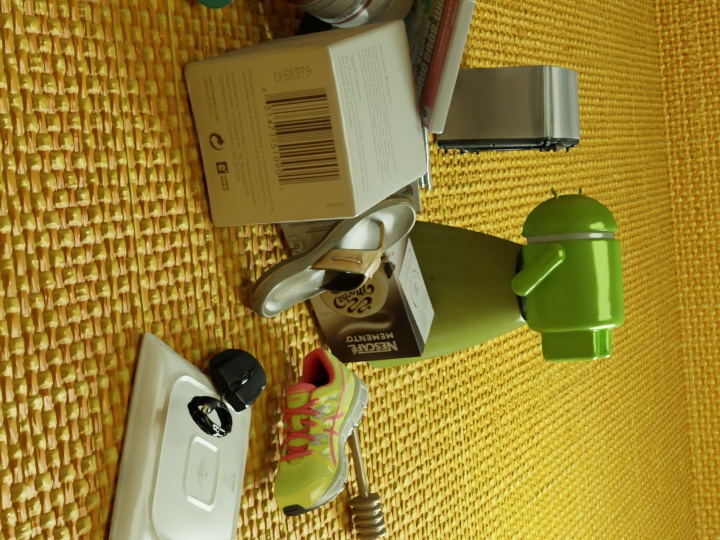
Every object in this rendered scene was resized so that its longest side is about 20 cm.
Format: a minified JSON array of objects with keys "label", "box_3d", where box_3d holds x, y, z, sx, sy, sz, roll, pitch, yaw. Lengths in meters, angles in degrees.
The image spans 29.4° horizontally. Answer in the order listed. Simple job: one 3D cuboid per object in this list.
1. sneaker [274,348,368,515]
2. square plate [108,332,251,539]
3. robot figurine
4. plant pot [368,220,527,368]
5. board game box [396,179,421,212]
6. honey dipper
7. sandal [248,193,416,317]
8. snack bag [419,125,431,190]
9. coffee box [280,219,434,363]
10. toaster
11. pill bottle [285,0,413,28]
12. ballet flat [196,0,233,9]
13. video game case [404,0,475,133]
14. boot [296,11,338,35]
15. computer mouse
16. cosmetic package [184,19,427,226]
[{"label":"sneaker","box_3d":[-0.056,0.165,1.431,0.091,0.077,0.201,57,31,-31]},{"label":"square plate","box_3d":[-0.156,0.184,1.264,0.198,0.028,0.203,43,48,-56]},{"label":"robot figurine","box_3d":[0.248,0.004,1.601,0.175,0.114,0.203,-2,89,-57]},{"label":"plant pot","box_3d":[0.109,0.021,1.671,0.187,0.197,0.190,-4,90,-65]},{"label":"board game box","box_3d":[0.047,-0.169,1.698,0.126,0.034,0.203,-82,166,-89]},{"label":"honey dipper","box_3d":[-0.003,0.212,1.592,0.038,0.037,0.203,-24,107,-64]},{"label":"sandal","box_3d":[-0.022,-0.004,1.406,0.054,0.199,0.081,55,-5,33]},{"label":"snack bag","box_3d":[0.068,-0.234,1.722,0.202,0.021,0.190,-95,178,-47]},{"label":"coffee box","box_3d":[0.000,0.000,1.530,0.080,0.111,0.202,-69,146,-51]},{"label":"toaster","box_3d":[0.222,-0.227,1.963,0.180,0.197,0.121,-11,101,-65]},{"label":"pill bottle","box_3d":[-0.035,-0.326,1.446,0.199,0.111,0.114,19,68,-44]},{"label":"ballet flat","box_3d":[-0.167,-0.334,1.282,0.200,0.068,0.070,54,40,-49]},{"label":"video game case","box_3d":[0.067,-0.250,1.484,0.200,0.017,0.145,-123,-138,-60]},{"label":"boot","box_3d":[-0.007,-0.216,1.602,0.201,0.072,0.183,57,49,-37]},{"label":"computer mouse","box_3d":[-0.120,0.110,1.274,0.059,0.034,0.200,57,10,-6]},{"label":"cosmetic package","box_3d":[-0.049,-0.151,1.385,0.200,0.163,0.167,-34,117,-62]}]
